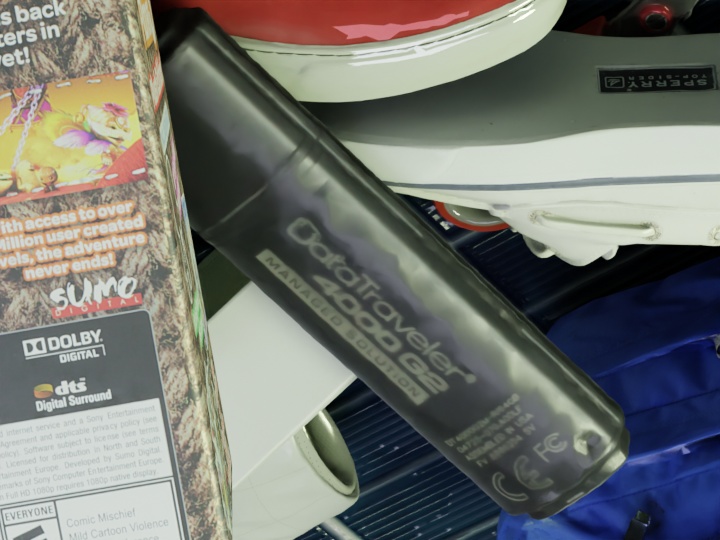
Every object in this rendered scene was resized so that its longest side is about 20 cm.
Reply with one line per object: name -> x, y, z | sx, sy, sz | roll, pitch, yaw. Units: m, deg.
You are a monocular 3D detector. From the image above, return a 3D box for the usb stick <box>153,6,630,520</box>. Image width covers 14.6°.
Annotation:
usb stick -> 0.000, 0.000, 0.846 | 0.200, 0.033, 0.055 | 43, 123, -17

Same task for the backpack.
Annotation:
backpack -> 0.143, 0.077, 0.918 | 0.199, 0.168, 0.163 | -14, 125, 28

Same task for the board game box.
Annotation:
board game box -> -0.128, -0.013, 0.757 | 0.158, 0.097, 0.201 | -9, 102, -1

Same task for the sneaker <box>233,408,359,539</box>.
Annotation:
sneaker -> -0.086, 0.032, 0.990 | 0.115, 0.074, 0.200 | -34, 119, 19

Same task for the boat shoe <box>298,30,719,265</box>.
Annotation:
boat shoe -> 0.070, -0.035, 0.870 | 0.199, 0.072, 0.066 | -2, 128, 2

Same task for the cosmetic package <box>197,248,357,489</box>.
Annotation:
cosmetic package -> -0.065, 0.051, 0.917 | 0.200, 0.083, 0.051 | -43, 105, 6

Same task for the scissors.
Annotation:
scissors -> 0.090, -0.071, 0.886 | 0.199, 0.014, 0.073 | -29, 121, 32

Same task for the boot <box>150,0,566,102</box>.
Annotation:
boot -> -0.039, -0.126, 0.813 | 0.199, 0.073, 0.145 | 3, 134, 12
